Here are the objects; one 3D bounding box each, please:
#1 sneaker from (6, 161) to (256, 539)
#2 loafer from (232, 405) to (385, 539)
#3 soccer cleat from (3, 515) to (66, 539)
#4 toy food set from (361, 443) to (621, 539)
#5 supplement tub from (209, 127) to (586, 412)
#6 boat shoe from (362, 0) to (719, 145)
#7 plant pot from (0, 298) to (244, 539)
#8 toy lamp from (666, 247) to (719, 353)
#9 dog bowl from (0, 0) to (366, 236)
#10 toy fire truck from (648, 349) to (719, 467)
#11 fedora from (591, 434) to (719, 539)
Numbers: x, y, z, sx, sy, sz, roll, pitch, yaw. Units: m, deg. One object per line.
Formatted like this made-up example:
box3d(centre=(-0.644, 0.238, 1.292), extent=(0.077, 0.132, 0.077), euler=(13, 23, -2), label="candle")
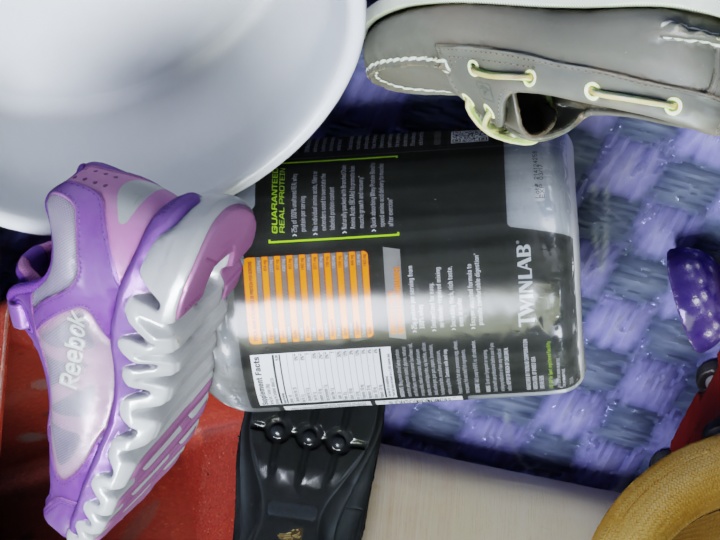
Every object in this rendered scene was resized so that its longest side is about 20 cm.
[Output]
box3d(centre=(-0.110, 0.031, 1.187), extent=(0.088, 0.081, 0.201), euler=(28, 131, 11), label="sneaker")
box3d(centre=(-0.030, 0.112, 1.339), extent=(0.068, 0.202, 0.070), euler=(10, 168, -1), label="loafer")
box3d(centre=(-0.108, 0.158, 1.431), extent=(0.199, 0.081, 0.068), euler=(-11, 131, 11), label="soccer cleat")
box3d(centre=(0.053, 0.188, 1.381), extent=(0.142, 0.201, 0.060), euler=(12, 156, -10), label="toy food set")
box3d(centre=(0.000, 0.000, 1.262), extent=(0.198, 0.123, 0.123), euler=(-3, 132, 4), label="supplement tub")
box3d(centre=(0.075, -0.085, 1.171), extent=(0.201, 0.061, 0.072), euler=(1, 171, 43), label="boat shoe")
box3d(centre=(-0.178, 0.143, 1.330), extent=(0.175, 0.201, 0.199), euler=(-9, 158, 32), label="plant pot")
box3d(centre=(0.244, -0.011, 1.291), extent=(0.199, 0.058, 0.058), euler=(-18, 129, 17), label="toy lamp")
box3d(centre=(-0.103, -0.110, 1.154), extent=(0.199, 0.079, 0.201), euler=(-14, 141, -12), label="dog bowl")
box3d(centre=(0.211, 0.132, 1.423), extent=(0.140, 0.049, 0.201), euler=(13, 130, -11), label="toy fire truck")
box3d(centre=(0.174, 0.168, 1.344), extent=(0.200, 0.202, 0.082), euler=(30, 170, -23), label="fedora")
